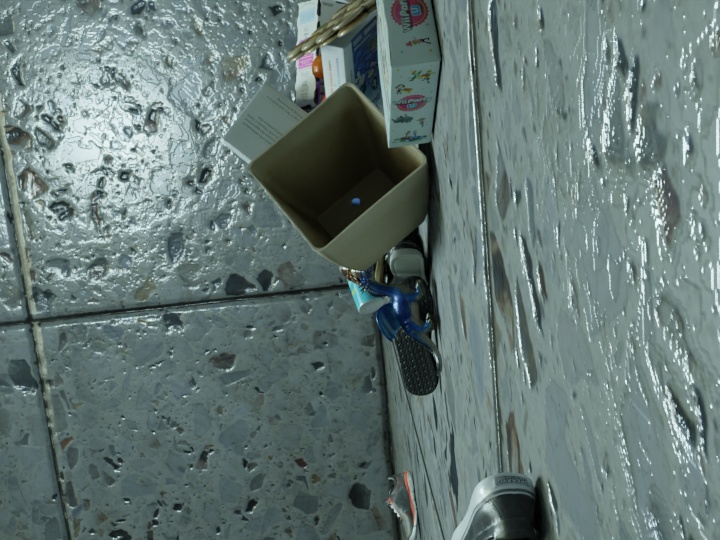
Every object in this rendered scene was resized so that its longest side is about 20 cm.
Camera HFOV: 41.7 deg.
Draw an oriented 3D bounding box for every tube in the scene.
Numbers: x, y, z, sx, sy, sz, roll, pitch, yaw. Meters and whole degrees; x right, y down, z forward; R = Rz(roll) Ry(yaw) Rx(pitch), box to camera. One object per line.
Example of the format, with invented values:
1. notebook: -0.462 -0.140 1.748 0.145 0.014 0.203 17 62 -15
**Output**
1. tube: -0.014 -0.016 1.743 0.078 0.050 0.200 100 152 -56

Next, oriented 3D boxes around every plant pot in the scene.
1. plant pot: -0.010 -0.117 1.407 0.200 0.200 0.177 49 179 30

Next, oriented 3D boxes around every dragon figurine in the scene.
1. dragon figurine: 0.061 0.075 1.468 0.059 0.099 0.201 -18 -91 -78

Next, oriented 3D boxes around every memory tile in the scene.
1. memory tile: -0.018 -0.355 1.322 0.017 0.153 0.200 52 156 -18

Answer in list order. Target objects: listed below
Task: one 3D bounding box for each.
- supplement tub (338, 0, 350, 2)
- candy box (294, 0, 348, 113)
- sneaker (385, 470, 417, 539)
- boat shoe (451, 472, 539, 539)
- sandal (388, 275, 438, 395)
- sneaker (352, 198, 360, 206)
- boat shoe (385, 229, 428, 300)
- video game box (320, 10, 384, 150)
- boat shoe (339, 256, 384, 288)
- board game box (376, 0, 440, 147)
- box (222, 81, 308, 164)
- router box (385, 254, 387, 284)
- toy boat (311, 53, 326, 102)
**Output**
1. supplement tub: -0.075 -0.765 2.886 0.200 0.145 0.146 -99 3 -75
2. candy box: -0.033 -0.389 1.755 0.071 0.167 0.201 2 91 53
3. sneaker: 0.112 0.650 2.584 0.077 0.082 0.201 86 178 -55
4. boat shoe: 0.123 0.252 0.834 0.200 0.070 0.066 97 170 -50
5. sandal: 0.087 0.103 1.533 0.048 0.075 0.201 -48 -45 -68
6. sneaker: 0.008 -0.119 1.581 0.074 0.200 0.082 36 -156 -56
7. boat shoe: 0.073 -0.004 1.543 0.200 0.074 0.061 78 -169 -63
8. video game box: 0.009 -0.318 1.484 0.200 0.047 0.183 -54 -27 -39
9. boat shoe: 0.000 0.000 1.607 0.200 0.072 0.072 -114 23 -74
10. board game box: 0.058 -0.272 1.216 0.200 0.064 0.148 84 179 -70
11. box: -0.119 -0.209 1.688 0.131 0.199 0.200 -52 -2 0
12. router box: 0.042 -0.062 1.716 0.150 0.062 0.201 36 137 58
13. toy boat: -0.025 -0.338 1.620 0.130 0.130 0.201 34 -107 -65
